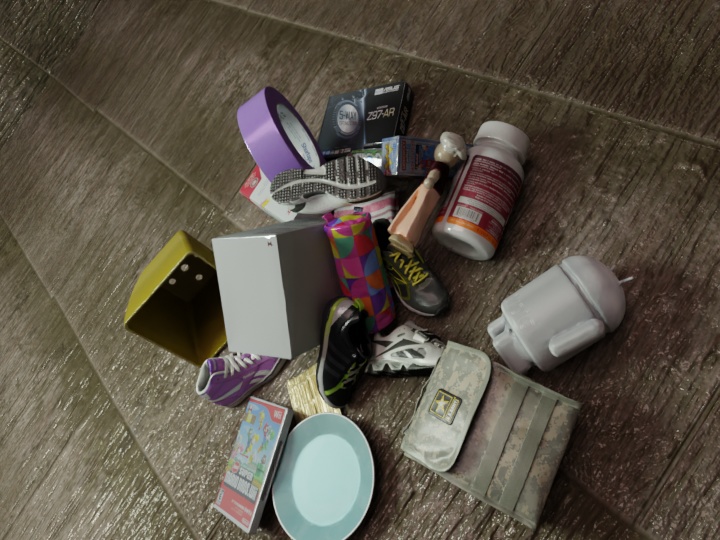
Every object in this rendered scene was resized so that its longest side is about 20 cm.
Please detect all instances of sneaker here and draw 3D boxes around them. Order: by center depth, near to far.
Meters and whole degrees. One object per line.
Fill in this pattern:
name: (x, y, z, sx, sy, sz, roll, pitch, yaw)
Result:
sneaker: (0.095, 0.121, 0.869, 0.196, 0.074, 0.091, -5, 67, 31)
sneaker: (-0.022, 0.140, 0.886, 0.082, 0.071, 0.205, 16, 115, 37)
sneaker: (-0.047, -0.134, 0.908, 0.195, 0.080, 0.076, -1, 73, 20)
sneaker: (0.071, -0.007, 0.924, 0.074, 0.085, 0.200, -38, 60, -6)
sneaker: (-0.222, 0.175, 1.030, 0.201, 0.114, 0.073, -46, 50, 5)

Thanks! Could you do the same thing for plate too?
plate: (-0.058, 0.333, 0.884, 0.196, 0.025, 0.205, -15, 61, 27)

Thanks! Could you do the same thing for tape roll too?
tape roll: (-0.136, -0.226, 1.001, 0.065, 0.200, 0.203, -30, 54, 16)

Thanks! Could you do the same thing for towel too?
towel: (0.004, -0.052, 1.042, 0.143, 0.030, 0.205, -11, 62, 29)

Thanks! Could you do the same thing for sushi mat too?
sushi mat: (-0.071, 0.261, 0.952, 0.094, 0.012, 0.203, -32, 55, 15)

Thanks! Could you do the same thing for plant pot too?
plant pot: (-0.353, 0.038, 1.142, 0.200, 0.199, 0.177, -45, 40, 6)

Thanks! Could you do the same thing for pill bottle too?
pill bottle: (0.200, -0.130, 0.897, 0.108, 0.109, 0.204, 17, 78, 37)

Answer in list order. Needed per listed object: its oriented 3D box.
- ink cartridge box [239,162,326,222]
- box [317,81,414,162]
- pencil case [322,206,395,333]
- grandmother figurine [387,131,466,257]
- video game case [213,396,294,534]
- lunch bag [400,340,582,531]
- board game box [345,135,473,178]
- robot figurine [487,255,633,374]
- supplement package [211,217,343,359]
ink cartridge box: (-0.142, -0.171, 1.160, 0.199, 0.083, 0.147, 33, 86, 39)
box: (0.005, -0.299, 1.150, 0.196, 0.043, 0.164, 1, 69, 34)
pencil case: (0.000, 0.000, 0.910, 0.086, 0.205, 0.089, -13, 19, 5)
grandmother figurine: (0.107, -0.126, 0.861, 0.060, 0.121, 0.203, 27, 83, 1)
video game case: (-0.189, 0.333, 0.967, 0.141, 0.017, 0.205, -3, 65, 52)
lunch bag: (0.164, 0.206, 0.728, 0.196, 0.118, 0.167, 24, 81, 19)
board game box: (0.073, -0.192, 0.953, 0.196, 0.198, 0.064, 7, 99, 35)
robot figurine: (0.273, 0.058, 0.755, 0.198, 0.113, 0.170, -36, 20, 13)
supplement package: (-0.119, 0.021, 0.934, 0.144, 0.199, 0.197, 0, 101, 33)
